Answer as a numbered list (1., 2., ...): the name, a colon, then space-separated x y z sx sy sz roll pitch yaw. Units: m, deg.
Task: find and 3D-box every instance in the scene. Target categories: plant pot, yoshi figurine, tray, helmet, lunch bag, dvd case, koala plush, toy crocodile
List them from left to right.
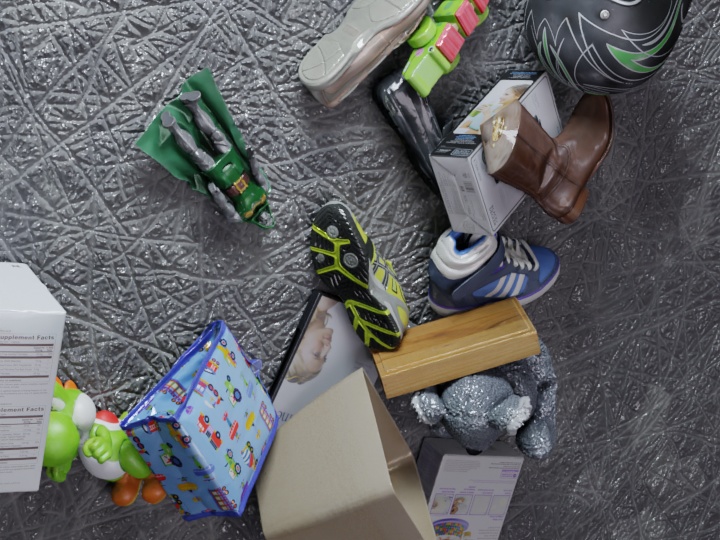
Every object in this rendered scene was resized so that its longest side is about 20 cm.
1. yoshi figurine: -0.312 0.209 1.559 0.112 0.112 0.200 -44 123 0
2. lunch bag: -0.165 0.167 1.609 0.151 0.093 0.200 60 39 -24
3. dvd case: -0.042 0.134 1.746 0.142 0.018 0.201 19 99 -36
4. plant pot: -0.025 0.281 1.700 0.176 0.201 0.201 -23 133 7
5. tray: 0.115 0.094 1.715 0.198 0.099 0.037 -16 116 -3
6. toy crocodile: 0.110 -0.293 1.620 0.068 0.061 0.201 47 63 -35
7. koala plush: 0.155 0.160 1.745 0.200 0.176 0.186 -22 120 -65
8. helmet: 0.293 -0.309 1.666 0.191 0.199 0.200 -48 126 -14

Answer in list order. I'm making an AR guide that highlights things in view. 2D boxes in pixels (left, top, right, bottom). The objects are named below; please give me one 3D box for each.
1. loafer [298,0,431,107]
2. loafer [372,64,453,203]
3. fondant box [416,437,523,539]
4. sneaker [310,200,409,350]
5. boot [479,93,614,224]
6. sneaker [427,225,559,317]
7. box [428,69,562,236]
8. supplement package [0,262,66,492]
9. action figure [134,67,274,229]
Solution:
1. loafer: 0.014 -0.272 1.591 0.200 0.072 0.063 -42 142 -2
2. loafer: 0.087 -0.161 1.672 0.070 0.068 0.201 -35 120 -4
3. fondant box: 0.131 0.337 1.911 0.143 0.058 0.202 8 104 -33
4. sneaker: 0.000 0.000 1.696 0.201 0.075 0.077 66 32 -22
5. boot: 0.225 -0.172 1.661 0.199 0.064 0.188 29 71 -45
6. sneaker: 0.179 -0.023 1.753 0.198 0.081 0.147 -16 143 -19
7. box: 0.173 -0.147 1.691 0.200 0.060 0.117 -48 130 -35
8. supplement package: -0.411 0.108 1.426 0.150 0.152 0.202 2 108 -31
9. action figure: -0.154 -0.116 1.556 0.118 0.055 0.200 -46 130 -11
